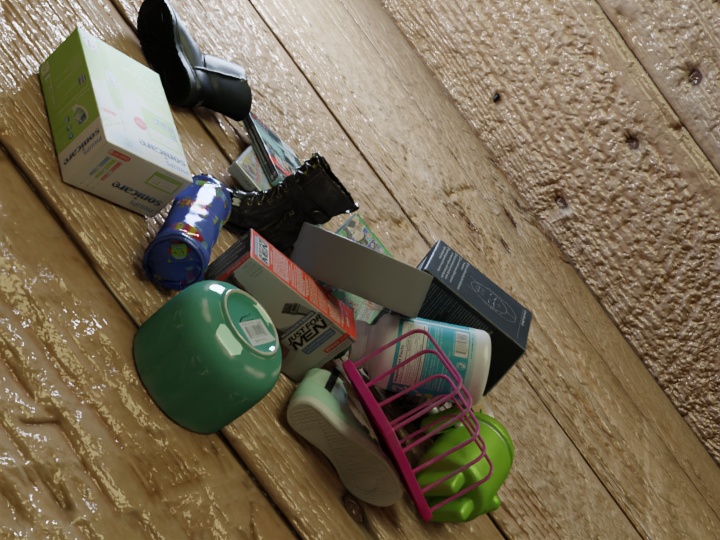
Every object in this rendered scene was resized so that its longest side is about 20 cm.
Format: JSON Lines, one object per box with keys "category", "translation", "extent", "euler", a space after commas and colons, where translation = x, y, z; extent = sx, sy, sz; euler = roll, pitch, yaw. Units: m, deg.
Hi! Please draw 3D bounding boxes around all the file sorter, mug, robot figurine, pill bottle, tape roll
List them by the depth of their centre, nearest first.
{"category": "mug", "translation": [-0.163, 0.078, 1.091], "extent": [0.152, 0.114, 0.186], "euler": [39, 26, -33]}
{"category": "file sorter", "translation": [0.083, 0.199, 1.268], "extent": [0.139, 0.124, 0.201], "euler": [55, -10, 48]}
{"category": "tape roll", "translation": [0.000, 0.000, 1.343], "extent": [0.198, 0.067, 0.200], "euler": [23, 1, 0]}
{"category": "pill bottle", "translation": [0.082, 0.124, 1.385], "extent": [0.197, 0.112, 0.111], "euler": [11, 28, -1]}
{"category": "robot figurine", "translation": [0.154, 0.287, 1.406], "extent": [0.200, 0.115, 0.177], "euler": [-39, 111, -51]}

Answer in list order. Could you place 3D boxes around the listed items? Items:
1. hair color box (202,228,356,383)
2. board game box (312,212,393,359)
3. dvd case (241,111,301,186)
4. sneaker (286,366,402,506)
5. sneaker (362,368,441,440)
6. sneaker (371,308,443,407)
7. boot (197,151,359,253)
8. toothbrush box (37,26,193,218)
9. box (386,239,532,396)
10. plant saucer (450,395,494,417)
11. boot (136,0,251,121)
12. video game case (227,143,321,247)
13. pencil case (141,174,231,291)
{"category": "hair color box", "translation": [-0.110, 0.051, 1.251], "extent": [0.200, 0.111, 0.064], "euler": [40, 24, -30]}
{"category": "board game box", "translation": [-0.021, 0.021, 1.471], "extent": [0.135, 0.029, 0.200], "euler": [51, 50, -10]}
{"category": "dvd case", "translation": [-0.130, -0.176, 1.620], "extent": [0.146, 0.022, 0.201], "euler": [39, 19, -47]}
{"category": "sneaker", "translation": [-0.009, 0.212, 1.267], "extent": [0.201, 0.073, 0.119], "euler": [48, 22, -14]}
{"category": "sneaker", "translation": [0.101, 0.168, 1.505], "extent": [0.200, 0.075, 0.116], "euler": [48, 60, -16]}
{"category": "sneaker", "translation": [0.081, 0.131, 1.601], "extent": [0.201, 0.069, 0.100], "euler": [59, 19, -10]}
{"category": "boot", "translation": [-0.120, -0.115, 1.394], "extent": [0.200, 0.173, 0.070], "euler": [40, 24, -31]}
{"category": "toothbrush box", "translation": [-0.312, -0.186, 1.219], "extent": [0.145, 0.086, 0.202], "euler": [26, 36, -51]}
{"category": "box", "translation": [0.159, 0.071, 1.505], "extent": [0.199, 0.107, 0.149], "euler": [38, 24, 0]}
{"category": "plant saucer", "translation": [0.168, 0.187, 1.594], "extent": [0.201, 0.035, 0.201], "euler": [59, 15, -25]}
{"category": "boot", "translation": [-0.266, -0.341, 1.561], "extent": [0.168, 0.076, 0.202], "euler": [0, 64, -61]}
{"category": "video game case", "translation": [-0.131, -0.118, 1.547], "extent": [0.182, 0.023, 0.200], "euler": [50, 13, -11]}
{"category": "pencil case", "translation": [-0.217, -0.047, 1.220], "extent": [0.077, 0.088, 0.201], "euler": [13, 28, -3]}
